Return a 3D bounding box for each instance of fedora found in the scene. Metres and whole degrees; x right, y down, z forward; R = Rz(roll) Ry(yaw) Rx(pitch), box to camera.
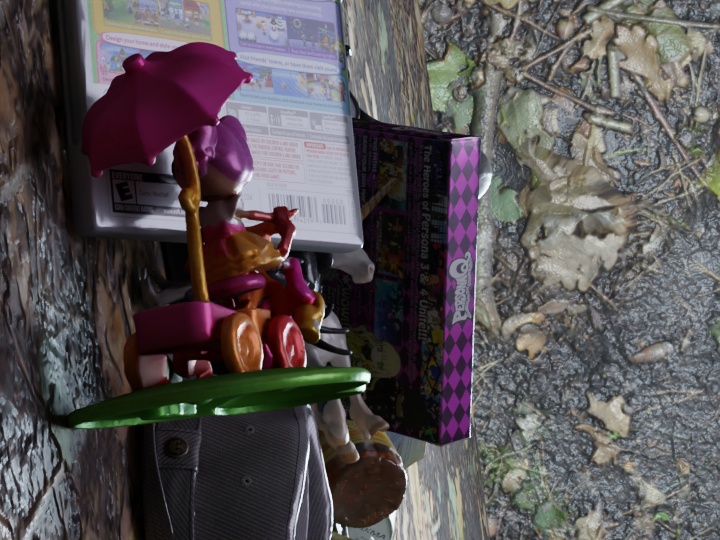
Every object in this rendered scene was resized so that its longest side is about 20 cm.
[{"bbox_3d":[-0.067,0.128,1.323,0.200,0.090,0.177,-90,170,-46],"label":"fedora"}]

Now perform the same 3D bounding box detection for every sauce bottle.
[{"bbox_3d":[-0.028,0.101,1.609,0.200,0.066,0.066,-126,-160,-53],"label":"sauce bottle"}]

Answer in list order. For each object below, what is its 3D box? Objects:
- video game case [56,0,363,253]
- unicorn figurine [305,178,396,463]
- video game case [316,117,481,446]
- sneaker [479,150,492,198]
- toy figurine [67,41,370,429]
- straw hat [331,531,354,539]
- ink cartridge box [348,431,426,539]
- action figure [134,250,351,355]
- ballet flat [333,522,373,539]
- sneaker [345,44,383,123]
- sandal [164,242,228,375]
[{"bbox_3d":[-0.081,-0.104,1.256,0.200,0.022,0.182,3,78,-45],"label":"video game case"},{"bbox_3d":[-0.032,0.054,1.470,0.074,0.200,0.138,-11,69,-46],"label":"unicorn figurine"},{"bbox_3d":[0.000,0.000,1.507,0.036,0.181,0.200,-10,105,-44],"label":"video game case"},{"bbox_3d":[0.016,-0.027,1.658,0.080,0.200,0.071,43,27,-39],"label":"sneaker"},{"bbox_3d":[-0.072,-0.022,1.156,0.200,0.150,0.184,6,74,-66],"label":"toy figurine"},{"bbox_3d":[-0.036,0.210,1.518,0.201,0.085,0.202,-6,90,-83],"label":"straw hat"},{"bbox_3d":[0.031,0.127,1.758,0.200,0.050,0.162,-44,-155,48],"label":"ink cartridge box"},{"bbox_3d":[-0.080,-0.028,1.334,0.119,0.102,0.200,-79,145,-66],"label":"action figure"},{"bbox_3d":[-0.022,0.187,1.663,0.068,0.068,0.200,-28,-118,55],"label":"ballet flat"},{"bbox_3d":[-0.028,-0.069,1.616,0.078,0.140,0.200,57,27,-75],"label":"sneaker"},{"bbox_3d":[-0.088,0.033,1.436,0.076,0.043,0.201,-79,161,-67],"label":"sandal"}]
